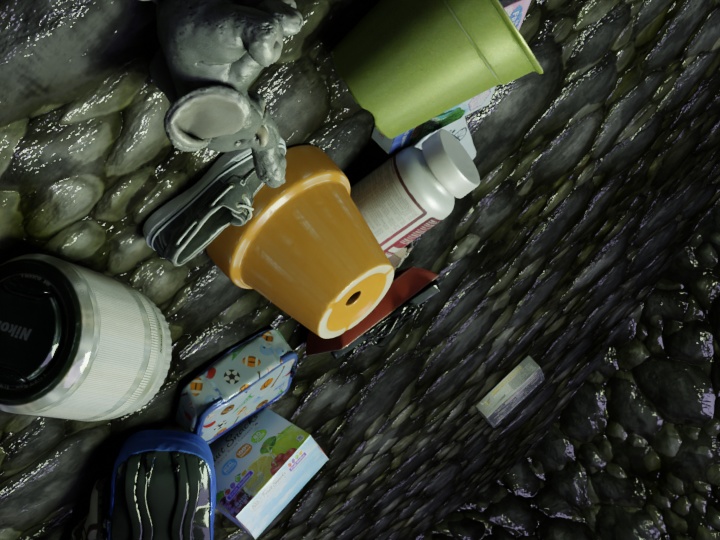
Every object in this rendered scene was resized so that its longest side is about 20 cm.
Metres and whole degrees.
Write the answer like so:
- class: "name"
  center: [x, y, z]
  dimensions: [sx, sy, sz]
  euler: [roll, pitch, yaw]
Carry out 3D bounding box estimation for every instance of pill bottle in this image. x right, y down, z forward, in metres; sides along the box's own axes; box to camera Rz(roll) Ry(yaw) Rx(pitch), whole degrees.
- class: "pill bottle"
  center: [0.057, -0.097, 1.572]
  dimensions: [0.199, 0.110, 0.109]
  euler: [-35, 163, 22]

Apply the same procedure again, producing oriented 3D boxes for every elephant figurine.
- class: "elephant figurine"
  center: [-0.138, -0.170, 1.102]
  dimensions: [0.142, 0.154, 0.201]
  euler: [-51, 165, -57]

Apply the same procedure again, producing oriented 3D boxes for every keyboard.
- class: "keyboard"
  center: [0.042, 0.087, 1.788]
  dimensions: [0.199, 0.040, 0.104]
  euler: [-35, -174, 9]

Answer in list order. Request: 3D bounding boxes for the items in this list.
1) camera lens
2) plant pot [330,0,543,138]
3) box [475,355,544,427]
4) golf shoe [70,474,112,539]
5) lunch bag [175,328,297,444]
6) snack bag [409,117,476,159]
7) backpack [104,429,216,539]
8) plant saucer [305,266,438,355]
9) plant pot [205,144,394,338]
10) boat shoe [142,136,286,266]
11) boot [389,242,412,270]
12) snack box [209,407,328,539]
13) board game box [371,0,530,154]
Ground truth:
- class: "camera lens"
  center: [-0.309, 0.076, 1.228]
  dimensions: [0.160, 0.160, 0.200]
  euler: [-46, 159, 6]
- class: "plant pot"
  center: [0.074, -0.251, 1.310]
  dimensions: [0.189, 0.201, 0.200]
  euler: [-35, 161, 12]
- class: "box"
  center: [0.405, 0.328, 3.129]
  dimensions: [0.200, 0.048, 0.158]
  euler: [-44, 158, -1]
- class: "golf shoe"
  center: [-0.405, 0.397, 1.771]
  dimensions: [0.077, 0.087, 0.202]
  euler: [-48, 146, -59]
- class: "lunch bag"
  center: [-0.185, 0.182, 1.772]
  dimensions: [0.199, 0.076, 0.161]
  euler: [-29, 157, -30]
- class: "snack bag"
  center: [0.091, -0.149, 1.719]
  dimensions: [0.188, 0.021, 0.200]
  euler: [-43, 159, -3]
- class: "backpack"
  center: [-0.294, 0.332, 1.701]
  dimensions: [0.161, 0.168, 0.202]
  euler: [-1, 105, -10]
- class: "plant saucer"
  center: [0.007, 0.060, 1.842]
  dimensions: [0.199, 0.037, 0.200]
  euler: [-36, -174, -20]
- class: "plant pot"
  center: [-0.062, -0.022, 1.455]
  dimensions: [0.200, 0.183, 0.201]
  euler: [-36, 158, -17]
- class: "boat shoe"
  center: [-0.155, -0.077, 1.341]
  dimensions: [0.200, 0.071, 0.072]
  euler: [-41, 159, -9]
- class: "boot"
  center: [0.000, 0.000, 1.752]
  dimensions: [0.146, 0.070, 0.200]
  euler: [-44, 173, 20]
- class: "snack box"
  center: [-0.174, 0.301, 1.811]
  dimensions: [0.169, 0.199, 0.068]
  euler: [-46, 125, -18]
- class: "board game box"
  center: [0.118, -0.266, 1.520]
  dimensions: [0.199, 0.041, 0.201]
  euler: [-30, 156, -31]
